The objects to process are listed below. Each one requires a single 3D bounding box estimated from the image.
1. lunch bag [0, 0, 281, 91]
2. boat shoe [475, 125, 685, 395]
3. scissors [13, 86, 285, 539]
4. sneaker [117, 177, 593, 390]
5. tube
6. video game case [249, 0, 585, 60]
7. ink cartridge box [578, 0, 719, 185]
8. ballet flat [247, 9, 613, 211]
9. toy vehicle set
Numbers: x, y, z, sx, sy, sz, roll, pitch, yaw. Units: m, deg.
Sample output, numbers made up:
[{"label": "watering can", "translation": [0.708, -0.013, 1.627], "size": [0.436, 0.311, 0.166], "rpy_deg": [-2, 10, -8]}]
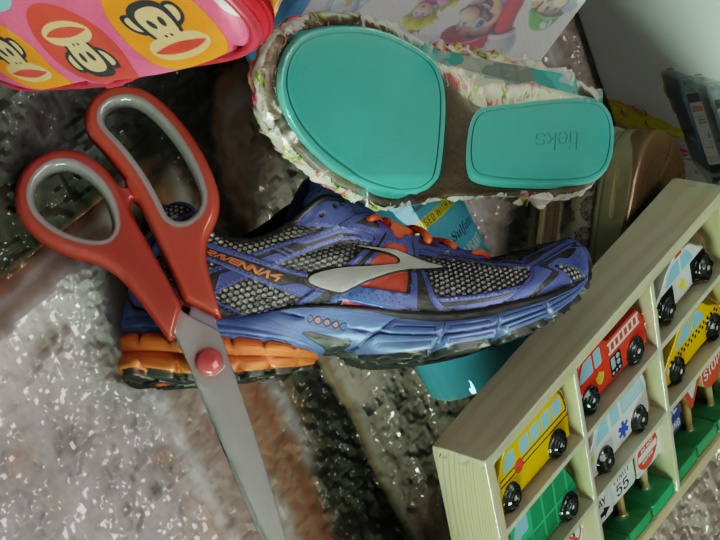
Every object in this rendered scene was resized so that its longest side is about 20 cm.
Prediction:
[{"label": "lunch bag", "translation": [-0.117, -0.142, 0.744], "size": [0.176, 0.199, 0.082], "rpy_deg": [45, 63, -29]}, {"label": "boat shoe", "translation": [0.095, 0.032, 1.028], "size": [0.073, 0.062, 0.202], "rpy_deg": [26, 77, -56]}, {"label": "scissors", "translation": [-0.056, 0.021, 0.853], "size": [0.073, 0.014, 0.200], "rpy_deg": [-33, 78, -15]}, {"label": "sneaker", "translation": [0.000, 0.000, 0.903], "size": [0.198, 0.075, 0.079], "rpy_deg": [-5, 86, -19]}, {"label": "tube", "translation": [0.009, -0.042, 0.959], "size": [0.077, 0.050, 0.201], "rpy_deg": [-45, 114, -45]}, {"label": "video game case", "translation": [0.059, -0.148, 0.883], "size": [0.142, 0.200, 0.018], "rpy_deg": [2, 48, -40]}, {"label": "ink cartridge box", "translation": [0.213, -0.092, 1.060], "size": [0.145, 0.144, 0.201], "rpy_deg": [-33, 112, -34]}, {"label": "ballet flat", "translation": [0.019, -0.059, 0.901], "size": [0.199, 0.064, 0.076], "rpy_deg": [11, 90, -44]}, {"label": "toy vehicle set", "translation": [0.104, 0.066, 0.971], "size": [0.200, 0.026, 0.125], "rpy_deg": [-45, 135, -38]}]
